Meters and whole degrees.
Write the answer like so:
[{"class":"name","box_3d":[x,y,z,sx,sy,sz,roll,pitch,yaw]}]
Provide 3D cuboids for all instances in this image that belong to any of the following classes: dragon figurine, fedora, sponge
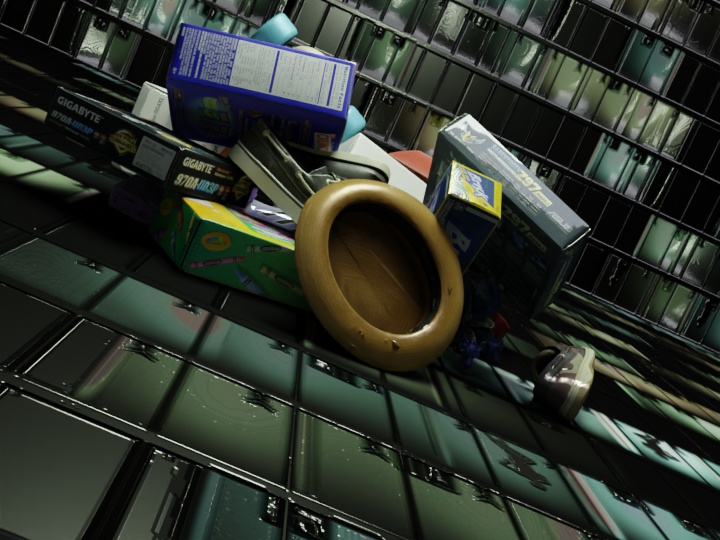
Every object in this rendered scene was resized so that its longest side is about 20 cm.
[{"class":"dragon figurine","box_3d":[0.124,0.030,1.155,0.058,0.202,0.099,19,-30,-27]},{"class":"fedora","box_3d":[0.008,0.010,0.991,0.199,0.202,0.082,21,-28,-23]},{"class":"sponge","box_3d":[-0.202,-0.093,1.176,0.111,0.030,0.200,24,25,6]}]

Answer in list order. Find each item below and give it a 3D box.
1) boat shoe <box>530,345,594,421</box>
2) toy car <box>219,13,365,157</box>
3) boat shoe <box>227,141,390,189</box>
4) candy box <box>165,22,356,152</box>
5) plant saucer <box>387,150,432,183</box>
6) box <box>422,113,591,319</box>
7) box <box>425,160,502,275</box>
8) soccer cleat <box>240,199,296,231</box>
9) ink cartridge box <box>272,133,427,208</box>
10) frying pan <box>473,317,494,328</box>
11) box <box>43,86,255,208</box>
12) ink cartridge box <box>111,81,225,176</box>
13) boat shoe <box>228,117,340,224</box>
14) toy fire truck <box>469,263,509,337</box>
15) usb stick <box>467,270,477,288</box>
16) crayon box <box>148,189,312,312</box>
[{"class":"boat shoe","box_3d":[0.233,0.118,1.167,0.064,0.072,0.200,30,14,5]},{"class":"toy car","box_3d":[-0.133,-0.197,1.306,0.185,0.200,0.176,52,-39,-10]},{"class":"boat shoe","box_3d":[-0.067,-0.104,1.149,0.200,0.064,0.074,11,-25,15]},{"class":"candy box","box_3d":[-0.113,-0.194,1.136,0.198,0.078,0.169,13,-15,-5]},{"class":"plant saucer","box_3d":[0.145,-0.076,1.338,0.199,0.037,0.200,34,-9,32]},{"class":"box","box_3d":[0.159,-0.060,1.141,0.200,0.051,0.158,46,-24,21]},{"class":"box","box_3d":[0.081,-0.017,1.091,0.064,0.201,0.070,23,38,-8]},{"class":"soccer cleat","box_3d":[-0.131,-0.056,1.266,0.199,0.069,0.073,27,27,9]},{"class":"ink cartridge box","box_3d":[-0.009,-0.081,1.300,0.146,0.085,0.200,35,-26,-20]},{"class":"frying pan","box_3d":[0.086,0.061,1.231,0.189,0.031,0.115,0,17,-45]},{"class":"box","box_3d":[-0.218,-0.128,1.071,0.158,0.046,0.200,27,6,17]},{"class":"ink cartridge box","box_3d":[-0.243,-0.173,1.416,0.125,0.129,0.200,28,9,25]},{"class":"boat shoe","box_3d":[-0.052,-0.082,1.077,0.200,0.064,0.071,43,7,-1]},{"class":"toy fire truck","box_3d":[0.113,0.015,1.425,0.199,0.112,0.168,31,-14,37]},{"class":"usb stick","box_3d":[0.096,-0.023,1.313,0.201,0.055,0.033,-118,-172,-45]},{"class":"crayon box","box_3d":[-0.110,-0.017,1.048,0.199,0.059,0.119,20,9,-32]}]
